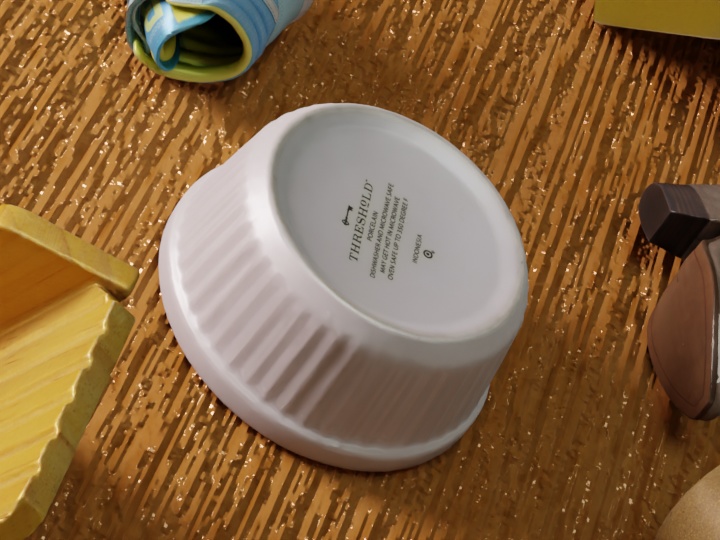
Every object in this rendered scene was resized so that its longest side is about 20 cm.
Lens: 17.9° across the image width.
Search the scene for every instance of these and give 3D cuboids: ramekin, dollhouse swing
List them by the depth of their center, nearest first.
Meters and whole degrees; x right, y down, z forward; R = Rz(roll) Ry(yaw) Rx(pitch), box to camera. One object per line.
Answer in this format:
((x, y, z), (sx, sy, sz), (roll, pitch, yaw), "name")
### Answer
((-0.234, 0.037, 0.995), (0.176, 0.181, 0.200), (46, 39, -22), "dollhouse swing")
((0.000, 0.000, 1.233), (0.202, 0.094, 0.203), (19, 46, -21), "ramekin")

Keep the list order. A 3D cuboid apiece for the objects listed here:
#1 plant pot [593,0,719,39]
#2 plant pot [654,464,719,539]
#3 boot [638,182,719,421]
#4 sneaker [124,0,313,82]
((0.283, -0.269, 1.534), (0.199, 0.177, 0.200), (12, 29, 33), "plant pot")
((0.250, 0.192, 1.198), (0.186, 0.187, 0.200), (-9, 48, -39), "plant pot")
((0.248, 0.023, 1.406), (0.146, 0.070, 0.201), (18, 47, -25), "boot")
((-0.124, -0.188, 1.319), (0.200, 0.080, 0.131), (33, 41, -5), "sneaker")
